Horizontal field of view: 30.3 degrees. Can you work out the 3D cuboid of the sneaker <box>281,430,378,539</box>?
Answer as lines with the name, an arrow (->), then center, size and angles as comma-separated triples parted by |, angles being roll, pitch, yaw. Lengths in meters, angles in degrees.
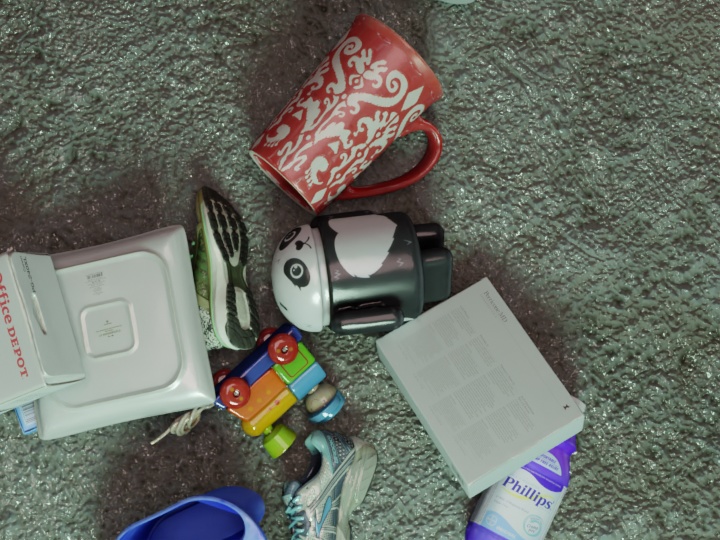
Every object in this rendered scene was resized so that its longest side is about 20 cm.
sneaker -> -0.055, 0.269, 1.445 | 0.086, 0.078, 0.201 | 25, 69, -20

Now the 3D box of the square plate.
square plate -> -0.269, 0.065, 1.427 | 0.198, 0.028, 0.200 | -12, 81, 4

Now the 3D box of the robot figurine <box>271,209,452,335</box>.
robot figurine -> 0.000, 0.000, 1.471 | 0.198, 0.150, 0.126 | -7, 95, -7

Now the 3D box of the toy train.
toy train -> -0.120, 0.162, 1.465 | 0.200, 0.085, 0.116 | -42, 102, -9

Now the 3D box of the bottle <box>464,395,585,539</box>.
bottle -> 0.191, 0.231, 1.488 | 0.083, 0.065, 0.201 | 28, 80, -3

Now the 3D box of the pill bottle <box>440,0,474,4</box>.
pill bottle -> 0.123, -0.424, 1.554 | 0.113, 0.114, 0.202 | 19, 80, -3

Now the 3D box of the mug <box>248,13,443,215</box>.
mug -> -0.006, -0.156, 1.495 | 0.177, 0.133, 0.200 | 43, 83, 3

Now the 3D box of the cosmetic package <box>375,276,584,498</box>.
cosmetic package -> 0.131, 0.127, 1.472 | 0.150, 0.052, 0.201 | -29, 64, -7

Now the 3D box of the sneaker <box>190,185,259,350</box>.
sneaker -> -0.175, 0.002, 1.483 | 0.088, 0.077, 0.202 | -19, 66, 24

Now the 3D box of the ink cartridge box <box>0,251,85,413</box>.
ink cartridge box -> -0.404, 0.081, 1.396 | 0.199, 0.083, 0.146 | -21, 82, 19

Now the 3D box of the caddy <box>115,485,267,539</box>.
caddy -> -0.172, 0.311, 1.387 | 0.199, 0.105, 0.142 | -28, 86, 19

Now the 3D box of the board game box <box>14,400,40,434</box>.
board game box -> -0.303, 0.074, 1.474 | 0.199, 0.037, 0.152 | -21, 84, -7
